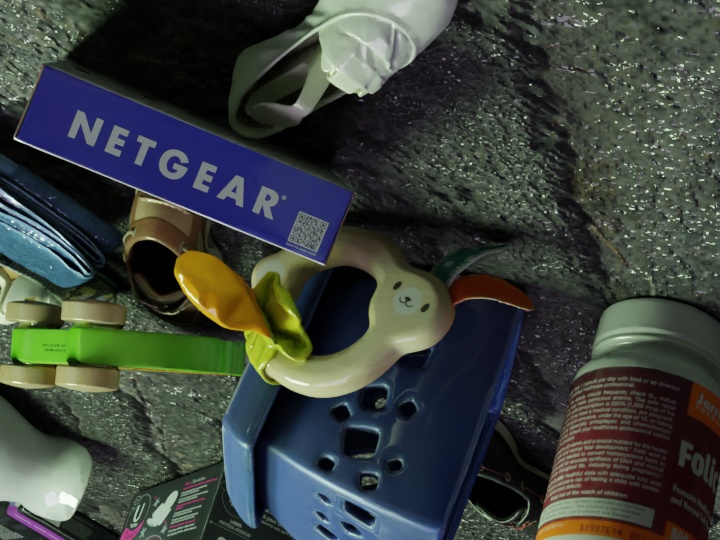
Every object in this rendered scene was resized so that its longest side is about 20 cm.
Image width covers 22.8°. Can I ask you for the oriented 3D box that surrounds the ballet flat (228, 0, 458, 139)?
[{"bbox_3d":[-0.014,-0.123,1.053,0.069,0.070,0.200,32,148,-26],"label":"ballet flat"}]

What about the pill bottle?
[{"bbox_3d":[0.194,0.128,1.239,0.114,0.200,0.114,13,152,7],"label":"pill bottle"}]

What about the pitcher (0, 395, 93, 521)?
[{"bbox_3d":[-0.389,0.171,1.759,0.200,0.122,0.171,27,168,-40],"label":"pitcher"}]

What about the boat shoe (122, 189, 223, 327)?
[{"bbox_3d":[-0.147,-0.004,1.333,0.075,0.072,0.200,14,152,7],"label":"boat shoe"}]

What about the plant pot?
[{"bbox_3d":[0.004,0.113,1.334,0.179,0.200,0.200,20,154,7],"label":"plant pot"}]

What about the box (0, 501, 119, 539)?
[{"bbox_3d":[-0.386,0.303,2.061,0.200,0.036,0.143,-15,137,44],"label":"box"}]

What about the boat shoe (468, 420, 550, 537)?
[{"bbox_3d":[0.125,0.192,1.544,0.073,0.063,0.201,-6,146,33],"label":"boat shoe"}]

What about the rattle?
[{"bbox_3d":[0.000,0.000,1.196,0.199,0.130,0.143,-7,134,22],"label":"rattle"}]

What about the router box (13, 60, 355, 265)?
[{"bbox_3d":[-0.110,-0.072,1.123,0.199,0.049,0.180,22,-175,-7],"label":"router box"}]

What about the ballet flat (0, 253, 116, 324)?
[{"bbox_3d":[-0.297,0.005,1.440,0.200,0.072,0.072,26,151,-15],"label":"ballet flat"}]

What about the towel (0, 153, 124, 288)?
[{"bbox_3d":[-0.279,-0.054,1.317,0.200,0.049,0.112,34,160,-18],"label":"towel"}]

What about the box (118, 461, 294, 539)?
[{"bbox_3d":[-0.148,0.283,1.805,0.132,0.115,0.200,29,151,-24],"label":"box"}]

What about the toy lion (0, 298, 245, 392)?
[{"bbox_3d":[-0.170,0.064,1.392,0.191,0.069,0.200,6,175,-29],"label":"toy lion"}]
